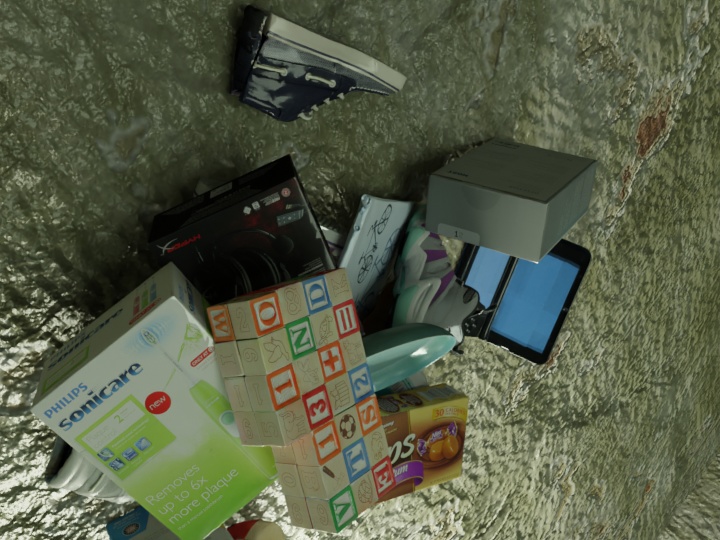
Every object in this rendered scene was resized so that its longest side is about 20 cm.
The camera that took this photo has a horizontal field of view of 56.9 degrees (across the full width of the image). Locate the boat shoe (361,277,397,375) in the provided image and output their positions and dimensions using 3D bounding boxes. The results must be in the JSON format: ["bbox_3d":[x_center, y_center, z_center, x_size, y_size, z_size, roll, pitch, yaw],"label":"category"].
[{"bbox_3d":[0.039,0.075,0.891,0.199,0.070,0.071,-39,157,-42],"label":"boat shoe"}]

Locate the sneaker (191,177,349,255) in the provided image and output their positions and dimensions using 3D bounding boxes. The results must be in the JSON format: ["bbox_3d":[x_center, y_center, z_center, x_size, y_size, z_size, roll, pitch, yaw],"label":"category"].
[{"bbox_3d":[-0.106,-0.023,0.734,0.198,0.073,0.116,14,107,-34],"label":"sneaker"}]

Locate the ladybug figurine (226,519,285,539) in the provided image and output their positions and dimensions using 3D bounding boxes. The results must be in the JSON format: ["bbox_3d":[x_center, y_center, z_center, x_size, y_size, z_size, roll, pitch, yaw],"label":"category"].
[{"bbox_3d":[-0.156,0.400,0.885,0.136,0.071,0.202,-53,155,-41],"label":"ladybug figurine"}]

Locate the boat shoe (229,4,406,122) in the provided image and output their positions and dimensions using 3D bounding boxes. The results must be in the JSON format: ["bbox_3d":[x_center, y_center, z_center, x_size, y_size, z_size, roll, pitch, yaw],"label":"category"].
[{"bbox_3d":[-0.046,-0.197,0.696,0.197,0.075,0.094,11,112,-36],"label":"boat shoe"}]

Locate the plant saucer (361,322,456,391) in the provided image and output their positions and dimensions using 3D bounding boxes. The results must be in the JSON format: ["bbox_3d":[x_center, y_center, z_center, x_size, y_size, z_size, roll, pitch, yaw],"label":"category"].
[{"bbox_3d":[0.010,0.105,0.730,0.197,0.028,0.201,-20,160,-8],"label":"plant saucer"}]

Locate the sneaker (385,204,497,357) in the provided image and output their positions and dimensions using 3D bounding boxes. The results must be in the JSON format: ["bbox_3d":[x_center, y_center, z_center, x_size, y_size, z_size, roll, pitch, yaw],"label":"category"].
[{"bbox_3d":[0.112,0.018,0.857,0.078,0.137,0.203,115,-12,-64],"label":"sneaker"}]

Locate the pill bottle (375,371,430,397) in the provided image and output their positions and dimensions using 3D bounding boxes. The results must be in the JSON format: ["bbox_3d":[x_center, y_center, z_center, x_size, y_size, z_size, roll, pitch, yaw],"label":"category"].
[{"bbox_3d":[-0.005,0.198,0.905,0.199,0.110,0.112,-35,131,-22],"label":"pill bottle"}]

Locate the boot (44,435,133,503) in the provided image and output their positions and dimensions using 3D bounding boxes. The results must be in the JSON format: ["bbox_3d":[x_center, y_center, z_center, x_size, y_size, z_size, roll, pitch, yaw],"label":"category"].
[{"bbox_3d":[-0.229,0.132,0.649,0.095,0.073,0.203,26,91,-40],"label":"boot"}]

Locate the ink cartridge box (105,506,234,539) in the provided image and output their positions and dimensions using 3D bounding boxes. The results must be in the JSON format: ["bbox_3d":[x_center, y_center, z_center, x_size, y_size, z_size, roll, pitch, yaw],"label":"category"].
[{"bbox_3d":[-0.195,0.346,0.751,0.114,0.199,0.069,-21,125,-31],"label":"ink cartridge box"}]

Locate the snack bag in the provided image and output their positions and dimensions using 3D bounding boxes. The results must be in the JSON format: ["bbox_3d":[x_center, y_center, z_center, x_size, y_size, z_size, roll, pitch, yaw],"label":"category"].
[{"bbox_3d":[0.000,0.000,0.808,0.191,0.021,0.200,-68,164,11],"label":"snack bag"}]

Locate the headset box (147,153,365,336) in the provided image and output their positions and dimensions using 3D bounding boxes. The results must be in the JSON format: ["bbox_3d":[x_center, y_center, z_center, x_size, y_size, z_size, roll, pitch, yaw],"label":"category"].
[{"bbox_3d":[-0.093,0.014,0.655,0.147,0.077,0.203,-23,117,0],"label":"headset box"}]

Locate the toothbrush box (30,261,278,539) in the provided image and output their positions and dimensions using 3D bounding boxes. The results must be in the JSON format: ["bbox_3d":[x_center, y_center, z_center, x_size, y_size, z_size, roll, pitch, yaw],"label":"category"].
[{"bbox_3d":[-0.160,0.121,0.592,0.145,0.086,0.201,-37,116,-2],"label":"toothbrush box"}]

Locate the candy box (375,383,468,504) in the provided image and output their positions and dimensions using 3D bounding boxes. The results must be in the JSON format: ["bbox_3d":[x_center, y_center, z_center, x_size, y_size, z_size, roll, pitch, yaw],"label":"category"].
[{"bbox_3d":[0.043,0.221,0.842,0.197,0.056,0.119,-4,105,-35],"label":"candy box"}]

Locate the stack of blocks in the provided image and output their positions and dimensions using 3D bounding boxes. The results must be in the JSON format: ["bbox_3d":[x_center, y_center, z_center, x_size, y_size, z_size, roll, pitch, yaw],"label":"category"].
[{"bbox_3d":[-0.045,0.111,0.564,0.114,0.058,0.204,-20,97,-48],"label":"stack of blocks"}]

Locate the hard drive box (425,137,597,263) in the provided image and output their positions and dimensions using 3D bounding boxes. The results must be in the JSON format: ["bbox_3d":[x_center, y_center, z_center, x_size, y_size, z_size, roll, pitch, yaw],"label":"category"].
[{"bbox_3d":[0.197,-0.099,0.855,0.199,0.154,0.078,-32,133,-48],"label":"hard drive box"}]

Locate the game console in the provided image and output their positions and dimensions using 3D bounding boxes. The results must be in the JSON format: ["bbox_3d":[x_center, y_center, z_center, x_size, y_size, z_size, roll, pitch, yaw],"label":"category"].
[{"bbox_3d":[0.236,0.031,1.025,0.169,0.118,0.203,9,105,-44],"label":"game console"}]
